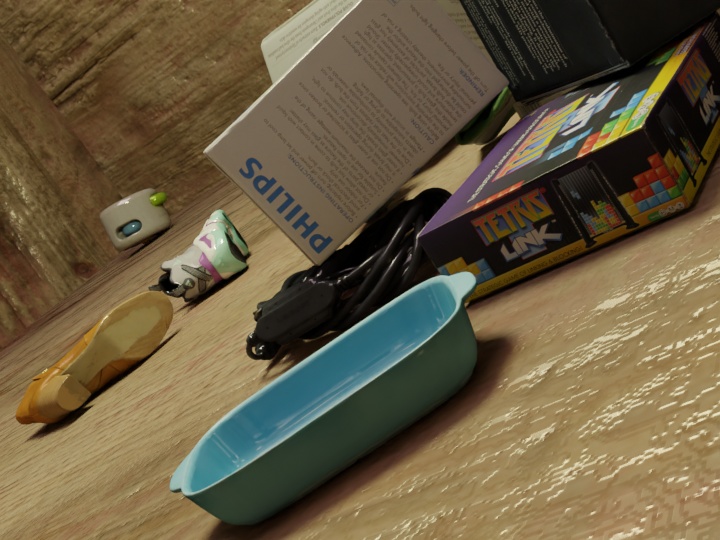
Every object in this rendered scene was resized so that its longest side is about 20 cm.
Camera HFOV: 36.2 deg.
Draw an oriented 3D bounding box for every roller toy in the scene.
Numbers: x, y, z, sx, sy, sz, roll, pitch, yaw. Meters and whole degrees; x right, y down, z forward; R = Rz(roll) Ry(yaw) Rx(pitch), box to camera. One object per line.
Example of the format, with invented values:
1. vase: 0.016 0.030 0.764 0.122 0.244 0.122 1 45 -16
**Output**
1. roller toy: -0.647 -0.140 3.185 0.182 0.140 0.200 -29 4 -32

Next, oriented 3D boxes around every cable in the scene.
1. cable: 0.000 0.000 0.874 0.200 0.051 0.163 -34 6 21

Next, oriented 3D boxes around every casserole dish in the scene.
1. casserole dish: -0.012 0.072 0.597 0.200 0.039 0.121 -35 11 5

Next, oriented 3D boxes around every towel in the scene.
1. towel: 0.149 -0.174 1.037 0.149 0.031 0.200 -53 -3 12

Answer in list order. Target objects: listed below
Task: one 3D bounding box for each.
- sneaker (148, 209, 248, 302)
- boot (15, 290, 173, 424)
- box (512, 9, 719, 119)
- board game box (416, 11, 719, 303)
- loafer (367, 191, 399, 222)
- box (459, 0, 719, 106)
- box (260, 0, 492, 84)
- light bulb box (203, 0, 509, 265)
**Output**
1. sneaker: -0.228 -0.010 1.507 0.140 0.078 0.200 -34 10 3
2. boot: -0.324 0.104 1.320 0.144 0.071 0.201 -16 27 53
3. box: 0.218 -0.170 0.938 0.200 0.042 0.039 -25 14 47
4. board game box: 0.147 -0.075 0.700 0.165 0.057 0.200 -25 14 38
5. loafer: -0.003 -0.145 1.191 0.070 0.201 0.068 -32 -34 25
6. box: 0.196 -0.229 0.785 0.200 0.124 0.197 -33 9 -10
7. box: 0.028 -0.244 1.341 0.199 0.172 0.200 -15 -6 -41
8. light bulb box: -0.005 -0.121 0.895 0.200 0.125 0.198 -44 5 4
